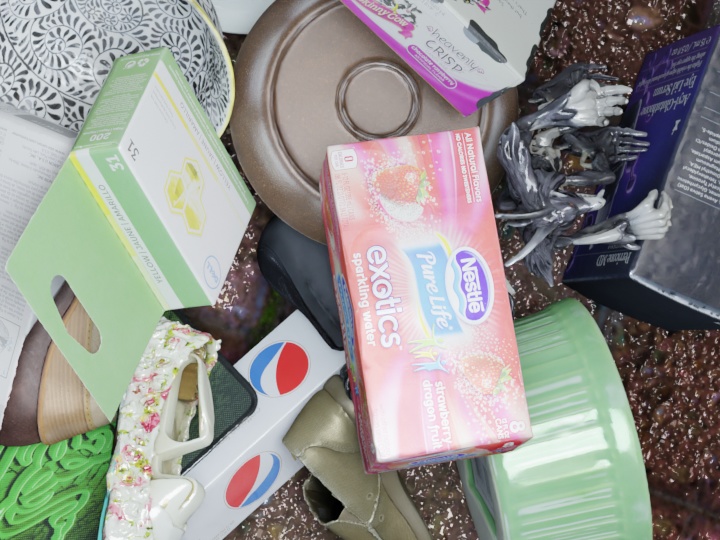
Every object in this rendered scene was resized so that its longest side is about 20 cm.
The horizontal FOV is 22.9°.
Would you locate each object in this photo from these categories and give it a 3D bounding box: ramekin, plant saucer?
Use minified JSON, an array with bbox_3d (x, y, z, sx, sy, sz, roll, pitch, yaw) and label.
[{"bbox_3d":[0.125,0.126,1.245,0.098,0.200,0.200,-13,90,-6],"label":"ramekin"},{"bbox_3d":[0.011,-0.112,1.202,0.200,0.032,0.201,0,86,-5],"label":"plant saucer"}]

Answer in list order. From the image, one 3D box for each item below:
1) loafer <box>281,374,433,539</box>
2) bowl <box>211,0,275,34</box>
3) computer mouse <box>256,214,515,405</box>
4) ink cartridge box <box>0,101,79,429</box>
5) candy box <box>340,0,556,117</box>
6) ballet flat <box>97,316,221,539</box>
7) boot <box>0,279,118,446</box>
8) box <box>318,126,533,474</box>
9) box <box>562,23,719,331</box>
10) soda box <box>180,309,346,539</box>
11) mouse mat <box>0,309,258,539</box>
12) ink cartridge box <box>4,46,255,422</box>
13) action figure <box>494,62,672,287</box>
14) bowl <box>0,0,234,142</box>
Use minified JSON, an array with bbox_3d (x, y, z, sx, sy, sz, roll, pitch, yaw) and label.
[{"bbox_3d":[-0.002,0.161,1.249,0.067,0.076,0.200,-28,121,-9],"label":"loafer"},{"bbox_3d":[-0.080,-0.276,1.247,0.201,0.090,0.201,4,122,6],"label":"bowl"},{"bbox_3d":[0.000,0.000,1.231,0.138,0.200,0.053,-31,138,-21],"label":"computer mouse"},{"bbox_3d":[-0.265,-0.015,1.197,0.161,0.050,0.200,22,104,24],"label":"ink cartridge box"},{"bbox_3d":[0.069,-0.218,1.179,0.136,0.061,0.200,42,46,-19],"label":"candy box"},{"bbox_3d":[-0.131,0.123,1.165,0.064,0.076,0.200,-1,68,15],"label":"ballet flat"},{"bbox_3d":[-0.247,0.023,1.218,0.166,0.072,0.200,-7,77,6],"label":"boot"},{"bbox_3d":[0.039,0.021,1.122,0.102,0.095,0.200,-7,80,-6],"label":"box"},{"bbox_3d":[0.248,-0.063,1.304,0.104,0.148,0.200,23,82,-11],"label":"box"},{"bbox_3d":[-0.069,0.107,1.252,0.200,0.068,0.064,-41,55,-11],"label":"soda box"},{"bbox_3d":[-0.190,0.103,1.228,0.200,0.008,0.161,-42,67,-11],"label":"mouse mat"},{"bbox_3d":[-0.141,-0.025,1.141,0.200,0.048,0.146,-73,146,-43],"label":"ink cartridge box"},{"bbox_3d":[0.147,-0.071,1.179,0.102,0.200,0.119,-11,115,23],"label":"action figure"},{"bbox_3d":[-0.173,-0.167,1.218,0.200,0.201,0.094,26,45,-11],"label":"bowl"}]
